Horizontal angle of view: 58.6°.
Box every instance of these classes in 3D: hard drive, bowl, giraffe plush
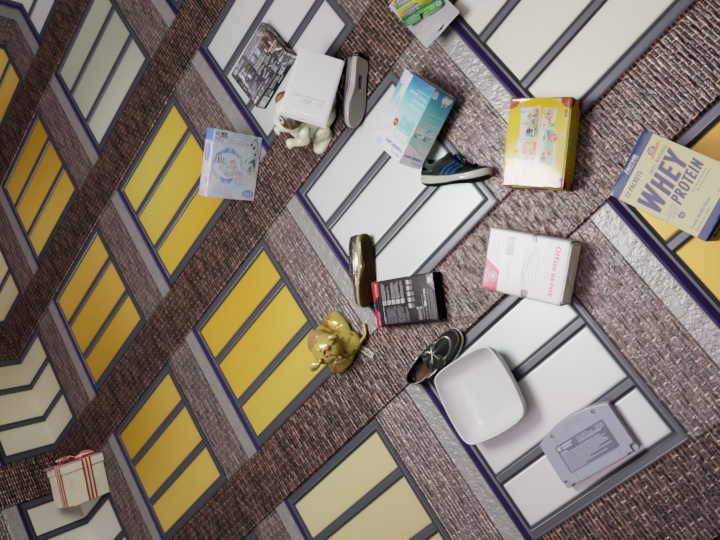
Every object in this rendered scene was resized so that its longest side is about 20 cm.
[{"bbox_3d":[-0.129,-0.491,1.722,0.129,0.026,0.204,15,71,-3],"label":"hard drive"},{"bbox_3d":[0.303,0.303,1.580,0.199,0.074,0.203,-37,71,31],"label":"bowl"},{"bbox_3d":[-0.084,0.214,1.799,0.197,0.161,0.177,11,98,35],"label":"giraffe plush"}]

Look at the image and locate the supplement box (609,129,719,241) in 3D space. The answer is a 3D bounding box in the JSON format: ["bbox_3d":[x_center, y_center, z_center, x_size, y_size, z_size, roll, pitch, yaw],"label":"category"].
[{"bbox_3d":[0.625,-0.162,1.249,0.198,0.198,0.137,34,111,29],"label":"supplement box"}]

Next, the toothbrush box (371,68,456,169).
[{"bbox_3d":[0.133,-0.386,1.643,0.147,0.084,0.203,50,121,43],"label":"toothbrush box"}]

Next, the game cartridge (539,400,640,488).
[{"bbox_3d":[0.512,0.389,1.457,0.200,0.041,0.135,-42,72,29],"label":"game cartridge"}]

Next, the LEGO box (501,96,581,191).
[{"bbox_3d":[0.414,-0.289,1.470,0.146,0.076,0.205,9,98,35],"label":"LEGO box"}]

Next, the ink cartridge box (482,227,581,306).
[{"bbox_3d":[0.397,-0.012,1.491,0.197,0.084,0.149,14,100,36],"label":"ink cartridge box"}]

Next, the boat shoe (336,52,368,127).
[{"bbox_3d":[-0.035,-0.501,1.796,0.091,0.074,0.205,9,90,41],"label":"boat shoe"}]

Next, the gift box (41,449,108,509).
[{"bbox_3d":[-1.153,0.838,2.587,0.197,0.183,0.191,-17,84,28],"label":"gift box"}]

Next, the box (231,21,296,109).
[{"bbox_3d":[-0.301,-0.633,1.987,0.159,0.049,0.201,51,118,23],"label":"box"}]

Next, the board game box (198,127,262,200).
[{"bbox_3d":[-0.399,-0.324,1.979,0.043,0.198,0.204,15,100,35],"label":"board game box"}]

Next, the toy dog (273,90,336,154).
[{"bbox_3d":[-0.161,-0.428,1.804,0.193,0.198,0.142,-37,72,31],"label":"toy dog"}]

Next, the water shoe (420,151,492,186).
[{"bbox_3d":[0.234,-0.259,1.606,0.196,0.071,0.081,-1,89,35],"label":"water shoe"}]

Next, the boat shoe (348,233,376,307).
[{"bbox_3d":[0.000,0.000,1.793,0.064,0.072,0.206,1,89,46],"label":"boat shoe"}]

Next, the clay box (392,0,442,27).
[{"bbox_3d":[0.129,-0.726,1.629,0.113,0.047,0.204,-25,61,18],"label":"clay box"}]

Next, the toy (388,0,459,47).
[{"bbox_3d":[0.167,-0.663,1.647,0.115,0.047,0.202,-43,60,17],"label":"toy"}]

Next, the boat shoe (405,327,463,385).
[{"bbox_3d":[0.191,0.228,1.662,0.201,0.067,0.072,-49,64,25],"label":"boat shoe"}]

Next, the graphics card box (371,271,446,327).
[{"bbox_3d":[0.127,0.079,1.710,0.197,0.050,0.129,-11,85,37],"label":"graphics card box"}]
